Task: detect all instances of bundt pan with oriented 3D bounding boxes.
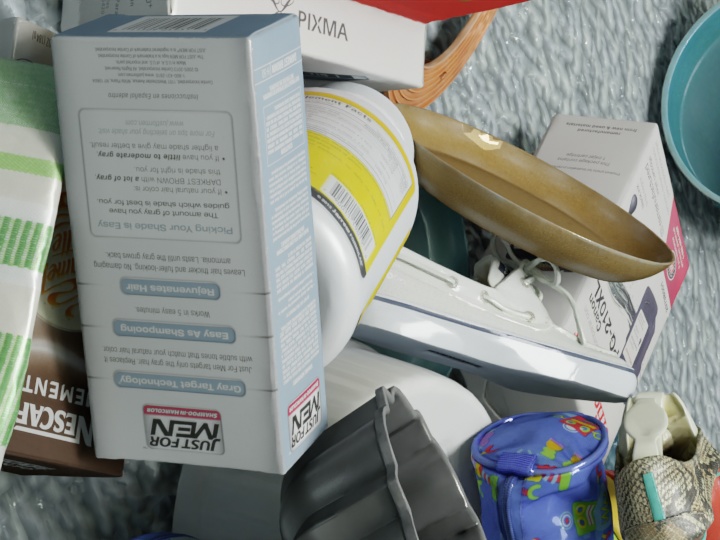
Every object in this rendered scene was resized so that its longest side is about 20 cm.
[{"bbox_3d":[0.021,0.163,0.896,0.203,0.075,0.202,62,9,-17],"label":"bundt pan"}]

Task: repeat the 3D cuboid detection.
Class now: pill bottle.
[{"bbox_3d":[-0.031,-0.030,0.973,0.200,0.111,0.113,-59,133,-62],"label":"pill bottle"}]

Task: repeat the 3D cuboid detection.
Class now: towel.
[{"bbox_3d":[-0.215,-0.004,0.815,0.151,0.023,0.202,9,76,-4],"label":"towel"}]

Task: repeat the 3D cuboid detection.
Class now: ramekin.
[{"bbox_3d":[-0.002,0.142,1.050,0.199,0.097,0.203,-11,105,-45],"label":"ramekin"}]

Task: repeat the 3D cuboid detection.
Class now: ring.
[{"bbox_3d":[0.061,-0.192,1.160,0.201,0.019,0.201,-55,163,-26],"label":"ring"}]

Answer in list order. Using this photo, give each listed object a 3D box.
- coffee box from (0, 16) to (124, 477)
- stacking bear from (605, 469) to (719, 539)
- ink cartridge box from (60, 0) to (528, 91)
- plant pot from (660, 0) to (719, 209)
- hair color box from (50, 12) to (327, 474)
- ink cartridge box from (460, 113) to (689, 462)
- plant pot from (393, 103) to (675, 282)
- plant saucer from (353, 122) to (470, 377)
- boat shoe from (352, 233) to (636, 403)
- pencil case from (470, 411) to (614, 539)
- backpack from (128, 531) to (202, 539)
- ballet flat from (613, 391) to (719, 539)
[{"bbox_3d":[-0.166,-0.007,0.899,0.114,0.079,0.202,19,73,-49],"label":"coffee box"},{"bbox_3d":[0.155,0.180,1.189,0.199,0.121,0.115,-29,105,-18],"label":"stacking bear"},{"bbox_3d":[-0.031,-0.137,0.990,0.199,0.175,0.045,8,83,-46],"label":"ink cartridge box"},{"bbox_3d":[0.360,-0.106,1.476,0.188,0.198,0.202,39,57,-60],"label":"plant pot"},{"bbox_3d":[-0.076,-0.013,0.845,0.061,0.098,0.202,-40,130,-64],"label":"hair color box"},{"bbox_3d":[0.147,0.016,1.254,0.201,0.084,0.146,-61,145,-34],"label":"ink cartridge box"},{"bbox_3d":[0.098,-0.044,1.120,0.199,0.200,0.028,9,112,-50],"label":"plant pot"},{"bbox_3d":[0.000,0.000,1.143,0.199,0.027,0.203,6,83,-50],"label":"plant saucer"},{"bbox_3d":[0.081,0.019,1.094,0.200,0.075,0.087,17,78,-18],"label":"boat shoe"},{"bbox_3d":[0.109,0.184,1.047,0.087,0.077,0.202,-32,119,-58],"label":"pencil case"},{"bbox_3d":[-0.092,0.235,0.915,0.183,0.146,0.201,-45,126,-31],"label":"backpack"},{"bbox_3d":[0.174,0.108,1.066,0.200,0.067,0.076,-29,103,-79],"label":"ballet flat"}]
